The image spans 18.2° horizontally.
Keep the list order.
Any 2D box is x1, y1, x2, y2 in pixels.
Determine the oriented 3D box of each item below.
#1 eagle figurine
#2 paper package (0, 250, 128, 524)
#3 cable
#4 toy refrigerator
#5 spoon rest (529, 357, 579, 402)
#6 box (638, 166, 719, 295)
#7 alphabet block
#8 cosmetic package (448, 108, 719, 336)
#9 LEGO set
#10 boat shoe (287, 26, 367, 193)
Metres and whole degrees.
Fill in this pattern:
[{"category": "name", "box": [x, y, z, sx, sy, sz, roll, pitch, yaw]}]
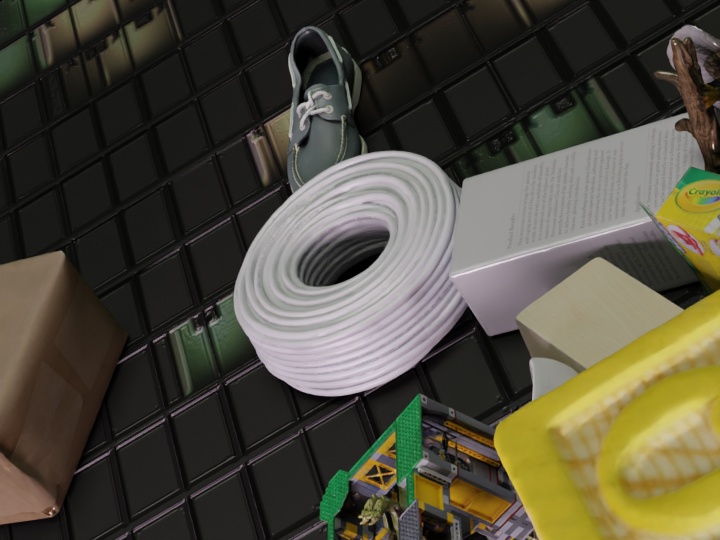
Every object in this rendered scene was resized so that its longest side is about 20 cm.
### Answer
[{"category": "eagle figurine", "box": [0.306, -0.129, 1.479, 0.199, 0.152, 0.152, -25, -9, -3]}, {"category": "paper package", "box": [-0.307, 0.102, 1.792, 0.190, 0.104, 0.201, -11, 42, 30]}, {"category": "cable", "box": [0.000, 0.000, 1.685, 0.200, 0.069, 0.200, -38, 35, -5]}, {"category": "toy refrigerator", "box": [0.191, 0.071, 1.449, 0.076, 0.070, 0.200, -35, 35, -13]}, {"category": "spoon rest", "box": [0.130, 0.100, 1.386, 0.060, 0.100, 0.200, -17, -2, -6]}, {"category": "box", "box": [0.272, 0.000, 1.420, 0.199, 0.117, 0.048, 19, 67, 49]}, {"category": "alphabet block", "box": [0.215, 0.155, 1.215, 0.195, 0.200, 0.197, -33, 35, 4]}, {"category": "cosmetic package", "box": [0.169, -0.033, 1.583, 0.199, 0.071, 0.102, -15, 41, 25]}, {"category": "LEGO set", "box": [0.054, 0.186, 1.423, 0.154, 0.115, 0.201, -54, 23, 26]}, {"category": "boat shoe", "box": [-0.038, -0.128, 1.872, 0.072, 0.062, 0.201, -20, 38, 19]}]
